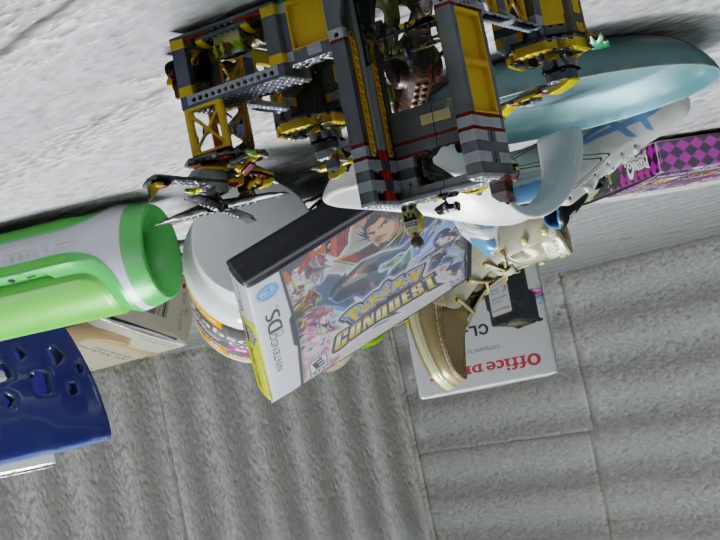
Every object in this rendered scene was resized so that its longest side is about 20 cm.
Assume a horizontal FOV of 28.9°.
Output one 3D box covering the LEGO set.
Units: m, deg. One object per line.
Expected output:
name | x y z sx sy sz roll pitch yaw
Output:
LEGO set | 0.011 -0.062 0.626 0.200 0.116 0.154 -13 175 23

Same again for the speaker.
speaker | -0.243 0.006 1.078 0.200 0.089 0.088 -12 175 16

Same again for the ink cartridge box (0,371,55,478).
ink cartridge box | -0.501 0.180 1.882 0.145 0.200 0.083 -10 175 -17

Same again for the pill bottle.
pill bottle | -0.086 0.001 1.134 0.116 0.117 0.200 -11 165 -6

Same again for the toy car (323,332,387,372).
toy car | -0.084 0.000 1.371 0.200 0.158 0.164 22 158 -22

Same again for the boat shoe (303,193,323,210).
boat shoe | -0.012 -0.042 1.172 0.075 0.062 0.200 -27 -174 -5

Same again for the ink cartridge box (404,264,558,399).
ink cartridge box | 0.113 0.022 1.427 0.145 0.200 0.083 -12 176 2

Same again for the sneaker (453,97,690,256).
sneaker | 0.155 -0.075 1.013 0.200 0.073 0.072 -27 178 -10

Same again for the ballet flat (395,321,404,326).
ballet flat | 0.046 -0.016 1.247 0.067 0.068 0.200 4 -143 42

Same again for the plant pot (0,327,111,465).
plant pot | -0.373 0.095 1.264 0.200 0.180 0.200 -13 175 34

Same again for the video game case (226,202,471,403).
video game case | 0.000 0.000 1.050 0.200 0.026 0.181 -31 150 -16

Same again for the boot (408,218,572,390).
boot | 0.122 0.004 1.304 0.154 0.200 0.072 -14 153 19

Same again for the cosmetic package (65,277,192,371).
cosmetic package | -0.261 0.045 1.415 0.105 0.071 0.200 20 157 -31

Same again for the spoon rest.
spoon rest | 0.066 -0.056 0.891 0.200 0.061 0.099 -9 175 -37

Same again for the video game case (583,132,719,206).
video game case | 0.339 -0.108 1.412 0.200 0.036 0.181 -10 176 -19

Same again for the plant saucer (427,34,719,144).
plant saucer | 0.125 -0.112 0.881 0.200 0.027 0.200 -11 176 -1
